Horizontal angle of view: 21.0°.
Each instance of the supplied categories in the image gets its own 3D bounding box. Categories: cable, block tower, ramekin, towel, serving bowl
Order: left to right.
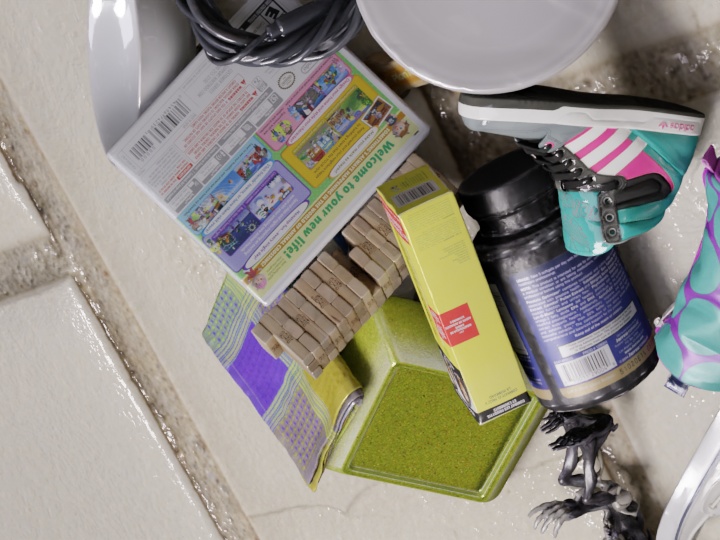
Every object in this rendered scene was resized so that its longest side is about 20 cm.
[{"bbox_3d":[-0.183,-0.188,1.671,0.200,0.065,0.201,177,90,-70],"label":"serving bowl"},{"bbox_3d":[-0.071,0.080,1.691,0.200,0.023,0.144,54,142,24],"label":"towel"},{"bbox_3d":[-0.058,-0.246,1.547,0.163,0.051,0.201,30,95,-3],"label":"cable"},{"bbox_3d":[0.000,0.000,1.594,0.058,0.200,0.054,41,172,19],"label":"block tower"},{"bbox_3d":[0.096,-0.228,1.418,0.201,0.094,0.204,0,92,8],"label":"ramekin"}]

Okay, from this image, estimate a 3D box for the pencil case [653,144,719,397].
[{"bbox_3d":[0.286,0.001,1.498,0.092,0.085,0.201,22,130,14],"label":"pencil case"}]

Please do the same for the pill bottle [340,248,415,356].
[{"bbox_3d":[-0.006,0.072,1.736,0.111,0.111,0.201,27,131,17],"label":"pill bottle"}]

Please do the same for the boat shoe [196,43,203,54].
[{"bbox_3d":[-0.083,-0.120,1.695,0.201,0.075,0.074,62,160,-11],"label":"boat shoe"}]

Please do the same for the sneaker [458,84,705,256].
[{"bbox_3d":[0.159,-0.073,1.461,0.084,0.199,0.121,-140,57,-65],"label":"sneaker"}]

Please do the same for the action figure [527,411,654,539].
[{"bbox_3d":[0.201,0.221,1.689,0.119,0.102,0.201,-131,22,-70],"label":"action figure"}]

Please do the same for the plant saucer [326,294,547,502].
[{"bbox_3d":[0.068,0.126,1.682,0.199,0.048,0.201,13,128,-15],"label":"plant saucer"}]

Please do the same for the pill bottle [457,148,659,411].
[{"bbox_3d":[0.157,0.005,1.573,0.111,0.112,0.201,-12,112,40],"label":"pill bottle"}]

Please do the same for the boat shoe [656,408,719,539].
[{"bbox_3d":[0.307,0.171,1.613,0.066,0.072,0.201,31,127,14],"label":"boat shoe"}]

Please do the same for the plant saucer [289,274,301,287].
[{"bbox_3d":[-0.112,-0.046,1.738,0.200,0.027,0.200,47,162,20],"label":"plant saucer"}]

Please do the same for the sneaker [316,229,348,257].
[{"bbox_3d":[-0.036,-0.111,1.630,0.201,0.111,0.077,59,174,-5],"label":"sneaker"}]

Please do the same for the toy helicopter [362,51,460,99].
[{"bbox_3d":[0.057,-0.178,1.550,0.132,0.079,0.200,53,147,-15],"label":"toy helicopter"}]

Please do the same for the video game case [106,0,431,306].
[{"bbox_3d":[-0.074,-0.104,1.578,0.182,0.200,0.022,43,179,-1],"label":"video game case"}]

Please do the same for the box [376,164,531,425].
[{"bbox_3d":[0.075,0.020,1.551,0.075,0.050,0.201,-124,12,-64],"label":"box"}]
